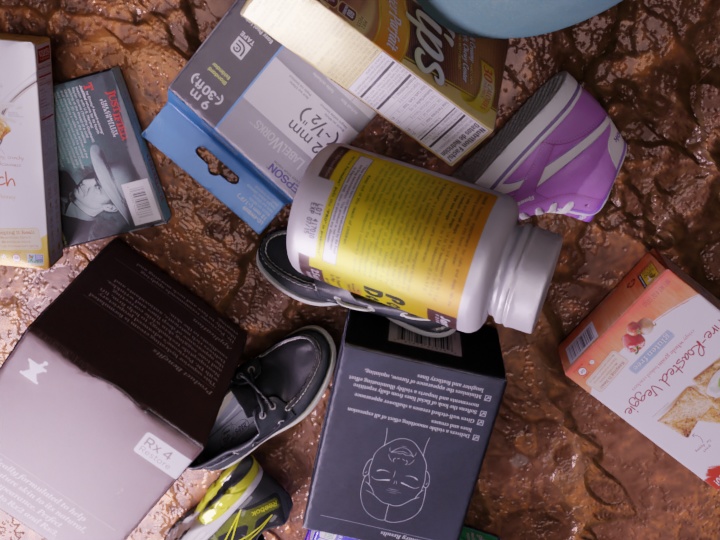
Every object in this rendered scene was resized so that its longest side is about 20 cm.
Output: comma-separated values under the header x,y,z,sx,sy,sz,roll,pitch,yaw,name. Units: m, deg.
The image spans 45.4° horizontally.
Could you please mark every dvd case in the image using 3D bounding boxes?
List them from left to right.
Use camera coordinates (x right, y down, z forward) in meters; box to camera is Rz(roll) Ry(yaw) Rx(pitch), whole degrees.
x,y,z,sx,sy,sz,roll,pitch,yaw,name
-0.288,-0.090,0.785,0.198,0.022,0.148,-13,110,10,dvd case

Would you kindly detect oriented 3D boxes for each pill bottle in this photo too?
x,y,z,sx,sy,sz,roll,pitch,yaw,name
0.050,-0.021,0.668,0.198,0.109,0.110,19,113,14,pill bottle

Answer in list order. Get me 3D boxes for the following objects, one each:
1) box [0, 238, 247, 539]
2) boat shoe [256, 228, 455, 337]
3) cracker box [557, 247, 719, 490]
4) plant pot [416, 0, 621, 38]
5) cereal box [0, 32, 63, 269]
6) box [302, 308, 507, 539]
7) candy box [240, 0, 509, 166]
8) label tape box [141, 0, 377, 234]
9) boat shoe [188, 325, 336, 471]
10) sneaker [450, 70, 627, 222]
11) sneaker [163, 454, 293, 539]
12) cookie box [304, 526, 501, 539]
x,y,z,sx,sy,sz,roll,pitch,yaw,name
-0.225,0.109,0.764,0.165,0.200,0.164,38,110,-10,box
0.000,0.000,0.757,0.198,0.060,0.076,14,72,6,boat shoe
0.303,0.094,0.797,0.199,0.058,0.134,36,110,-11,cracker box
0.103,-0.249,0.621,0.199,0.201,0.135,38,143,-11,plant pot
-0.339,-0.106,0.749,0.142,0.040,0.202,5,112,3,cereal box
0.039,0.148,0.811,0.147,0.107,0.202,13,111,-1,box
0.018,-0.184,0.655,0.199,0.116,0.055,32,139,-18,candy box
-0.081,-0.136,0.729,0.143,0.066,0.200,41,107,-12,label tape box
-0.105,0.127,0.823,0.199,0.066,0.075,-39,73,23,boat shoe
0.141,-0.058,0.742,0.114,0.073,0.200,41,111,-17,sneaker
-0.148,0.285,0.896,0.084,0.075,0.200,38,110,-11,sneaker
0.030,0.336,0.904,0.198,0.075,0.173,18,111,-4,cookie box
